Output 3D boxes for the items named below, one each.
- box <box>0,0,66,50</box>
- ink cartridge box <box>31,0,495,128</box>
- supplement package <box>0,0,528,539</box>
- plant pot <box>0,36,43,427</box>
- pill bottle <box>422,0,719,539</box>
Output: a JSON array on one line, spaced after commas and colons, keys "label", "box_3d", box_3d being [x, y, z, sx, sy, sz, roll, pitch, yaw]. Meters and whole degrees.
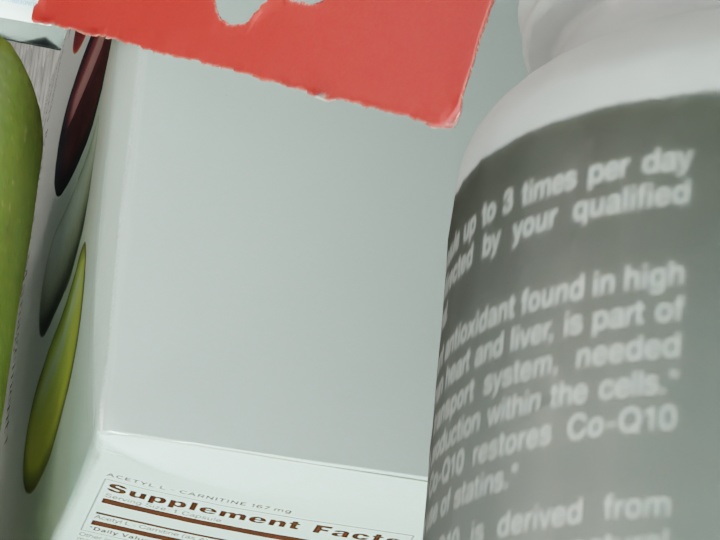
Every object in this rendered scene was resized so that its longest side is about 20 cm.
[{"label": "box", "box_3d": [-0.066, -0.151, 0.979, 0.044, 0.200, 0.160, -108, 31, -67]}, {"label": "ink cartridge box", "box_3d": [-0.013, -0.139, 0.533, 0.161, 0.050, 0.200, 19, 91, 55]}, {"label": "supplement package", "box_3d": [0.000, 0.000, 0.680, 0.200, 0.147, 0.192, 121, 156, -61]}, {"label": "plant pot", "box_3d": [-0.152, 0.024, 0.627, 0.200, 0.200, 0.184, 116, 170, -51]}, {"label": "pill bottle", "box_3d": [0.066, 0.031, 0.427, 0.114, 0.114, 0.200, 129, 148, -66]}]
